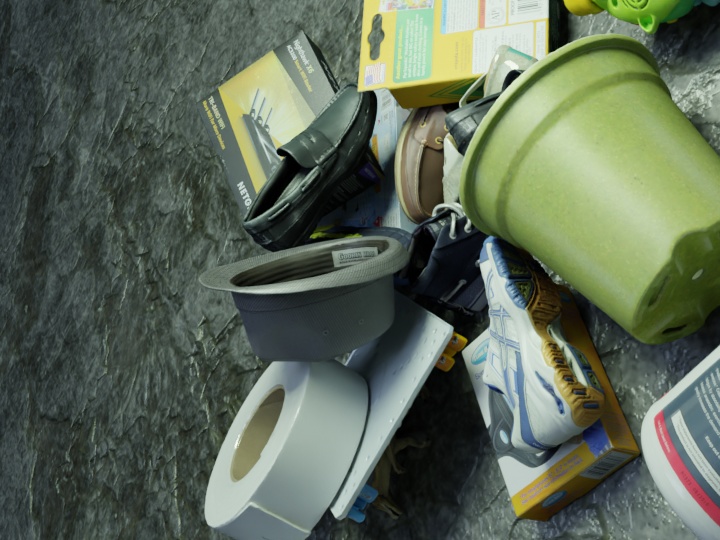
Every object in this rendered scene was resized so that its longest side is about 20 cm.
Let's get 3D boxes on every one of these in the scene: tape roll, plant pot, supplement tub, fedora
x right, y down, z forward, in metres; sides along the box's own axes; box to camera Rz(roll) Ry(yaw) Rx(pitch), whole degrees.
[{"bbox_3d":[-0.075,0.175,1.042,0.203,0.071,0.203,-51,19,25],"label":"tape roll"},{"bbox_3d":[0.210,-0.050,0.825,0.201,0.200,0.184,-56,50,23],"label":"plant pot"},{"bbox_3d":[0.292,0.087,0.672,0.200,0.140,0.141,-51,41,30],"label":"supplement tub"},{"bbox_3d":[-0.046,0.032,0.998,0.177,0.199,0.091,16,119,64],"label":"fedora"}]

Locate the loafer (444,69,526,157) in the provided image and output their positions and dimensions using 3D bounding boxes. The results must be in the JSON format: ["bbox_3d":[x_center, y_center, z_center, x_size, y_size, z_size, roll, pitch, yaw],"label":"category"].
[{"bbox_3d":[0.156,-0.150,0.924,0.070,0.200,0.068,51,147,12],"label":"loafer"}]

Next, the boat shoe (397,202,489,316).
[{"bbox_3d":[0.114,-0.049,1.014,0.075,0.092,0.201,45,114,49],"label":"boat shoe"}]

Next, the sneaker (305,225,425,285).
[{"bbox_3d":[0.000,0.000,1.136,0.199,0.074,0.083,7,117,48],"label":"sneaker"}]

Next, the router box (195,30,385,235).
[{"bbox_3d":[-0.083,-0.149,1.203,0.157,0.052,0.201,-32,64,12],"label":"router box"}]

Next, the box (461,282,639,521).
[{"bbox_3d":[0.159,0.104,0.939,0.119,0.041,0.201,-47,45,33],"label":"box"}]

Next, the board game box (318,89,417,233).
[{"bbox_3d":[-0.005,-0.096,1.245,0.199,0.041,0.201,-27,55,46],"label":"board game box"}]

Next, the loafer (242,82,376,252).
[{"bbox_3d":[-0.051,-0.112,1.092,0.068,0.070,0.201,25,82,47],"label":"loafer"}]

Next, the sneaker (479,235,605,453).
[{"bbox_3d":[0.130,0.060,0.900,0.088,0.075,0.201,-45,43,33],"label":"sneaker"}]

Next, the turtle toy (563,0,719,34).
[{"bbox_3d":[0.264,-0.294,0.902,0.145,0.101,0.201,-3,74,52],"label":"turtle toy"}]

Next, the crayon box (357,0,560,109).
[{"bbox_3d":[0.101,-0.239,1.075,0.199,0.052,0.126,-4,71,22],"label":"crayon box"}]

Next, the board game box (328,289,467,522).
[{"bbox_3d":[0.015,0.125,1.033,0.201,0.026,0.200,-60,17,1],"label":"board game box"}]

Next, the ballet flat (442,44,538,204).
[{"bbox_3d":[0.118,-0.136,1.039,0.062,0.067,0.200,38,131,10],"label":"ballet flat"}]

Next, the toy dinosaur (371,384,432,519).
[{"bbox_3d":[0.021,0.150,1.094,0.101,0.058,0.201,-38,48,41],"label":"toy dinosaur"}]

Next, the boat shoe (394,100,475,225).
[{"bbox_3d":[0.089,-0.147,1.110,0.067,0.072,0.201,-1,73,56],"label":"boat shoe"}]
